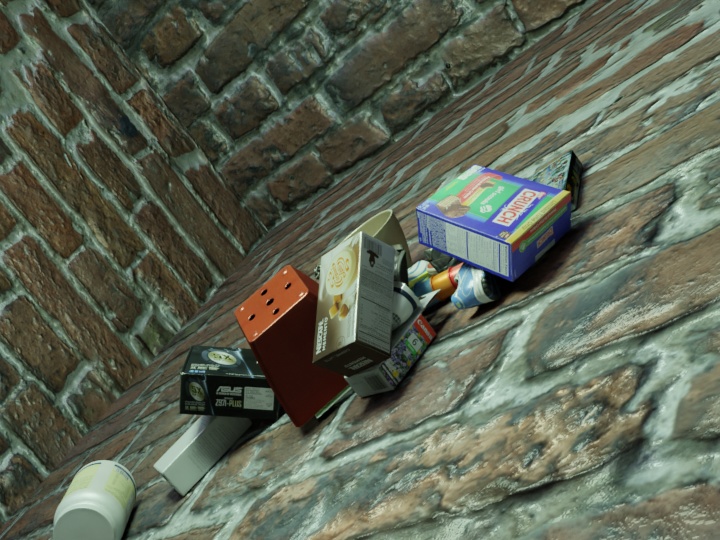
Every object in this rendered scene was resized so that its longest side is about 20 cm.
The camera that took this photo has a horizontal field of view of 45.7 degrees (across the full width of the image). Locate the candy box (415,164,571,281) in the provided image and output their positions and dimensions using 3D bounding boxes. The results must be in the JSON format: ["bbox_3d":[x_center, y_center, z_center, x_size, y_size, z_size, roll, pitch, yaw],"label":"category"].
[{"bbox_3d":[0.216,-0.084,1.393,0.198,0.078,0.168,24,48,38],"label":"candy box"}]

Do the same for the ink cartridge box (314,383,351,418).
[{"bbox_3d":[-0.048,0.189,1.579,0.145,0.048,0.200,-41,32,-3],"label":"ink cartridge box"}]

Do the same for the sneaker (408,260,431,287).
[{"bbox_3d":[0.064,0.023,1.671,0.075,0.106,0.201,-24,21,50],"label":"sneaker"}]

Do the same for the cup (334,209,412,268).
[{"bbox_3d":[0.031,-0.008,1.787,0.199,0.144,0.201,-38,13,10],"label":"cup"}]

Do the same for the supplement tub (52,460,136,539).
[{"bbox_3d":[-0.551,0.500,1.774,0.144,0.146,0.200,-38,12,5],"label":"supplement tub"}]

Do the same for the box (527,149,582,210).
[{"bbox_3d":[0.334,-0.134,1.560,0.136,0.040,0.201,-35,14,30],"label":"box"}]

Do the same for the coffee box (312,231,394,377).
[{"bbox_3d":[-0.010,0.056,1.402,0.114,0.079,0.204,-30,46,43],"label":"coffee box"}]

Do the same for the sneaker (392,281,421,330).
[{"bbox_3d":[0.023,0.071,1.485,0.081,0.076,0.199,-54,15,-22],"label":"sneaker"}]

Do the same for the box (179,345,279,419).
[{"bbox_3d":[-0.257,0.223,1.725,0.195,0.088,0.164,4,14,-4],"label":"box"}]

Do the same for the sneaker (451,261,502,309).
[{"bbox_3d":[0.194,-0.003,1.435,0.076,0.076,0.201,-29,15,25],"label":"sneaker"}]

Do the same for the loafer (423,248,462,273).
[{"bbox_3d":[0.203,-0.077,1.605,0.201,0.072,0.073,-49,3,1],"label":"loafer"}]

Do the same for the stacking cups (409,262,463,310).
[{"bbox_3d":[0.123,0.040,1.543,0.198,0.061,0.061,-31,15,35],"label":"stacking cups"}]

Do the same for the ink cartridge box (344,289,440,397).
[{"bbox_3d":[0.068,0.123,1.447,0.200,0.051,0.108,-48,14,-33],"label":"ink cartridge box"}]

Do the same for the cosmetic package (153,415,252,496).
[{"bbox_3d":[-0.323,0.358,1.756,0.200,0.074,0.101,-47,14,-18],"label":"cosmetic package"}]

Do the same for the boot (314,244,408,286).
[{"bbox_3d":[0.000,0.000,1.575,0.170,0.071,0.200,-6,10,0],"label":"boot"}]

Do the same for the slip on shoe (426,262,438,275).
[{"bbox_3d":[0.201,-0.067,1.680,0.199,0.061,0.074,-43,14,-3],"label":"slip on shoe"}]

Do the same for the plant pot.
[{"bbox_3d":[-0.113,0.114,1.529,0.199,0.177,0.200,-40,29,-3],"label":"plant pot"}]
